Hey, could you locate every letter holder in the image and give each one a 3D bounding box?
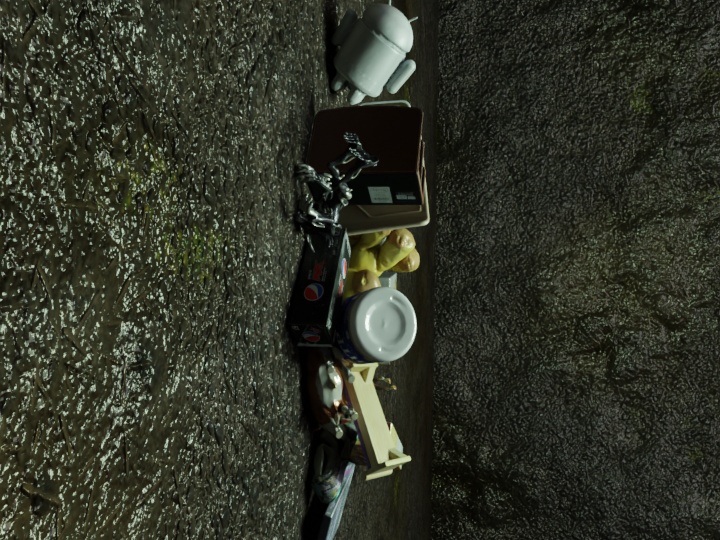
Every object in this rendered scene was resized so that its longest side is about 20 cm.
[{"bbox_3d":[0.015,-0.202,1.232,0.101,0.194,0.146,67,27,-62],"label":"letter holder"}]

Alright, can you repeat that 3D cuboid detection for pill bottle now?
[{"bbox_3d":[0.007,0.101,1.217,0.199,0.116,0.124,155,-59,-68],"label":"pill bottle"}]

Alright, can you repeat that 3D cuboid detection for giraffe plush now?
[{"bbox_3d":[0.000,0.000,1.345,0.172,0.198,0.164,43,53,-20],"label":"giraffe plush"}]

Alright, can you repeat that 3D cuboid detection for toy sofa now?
[{"bbox_3d":[0.006,0.278,1.293,0.082,0.097,0.205,8,57,-52],"label":"toy sofa"}]

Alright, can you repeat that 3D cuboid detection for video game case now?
[{"bbox_3d":[-0.054,0.473,1.324,0.200,0.018,0.147,-42,148,-73],"label":"video game case"}]

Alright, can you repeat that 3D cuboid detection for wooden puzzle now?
[{"bbox_3d":[0.030,-0.163,1.288,0.037,0.179,0.206,59,26,-69],"label":"wooden puzzle"}]

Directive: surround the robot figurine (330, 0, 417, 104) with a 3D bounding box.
[{"bbox_3d":[0.024,-0.414,1.330,0.202,0.168,0.113,-52,-176,21],"label":"robot figurine"}]

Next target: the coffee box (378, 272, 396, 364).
[{"bbox_3d":[0.043,0.112,1.685,0.114,0.077,0.207,-23,114,-77],"label":"coffee box"}]

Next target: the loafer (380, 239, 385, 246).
[{"bbox_3d":[0.030,-0.039,1.503,0.072,0.073,0.200,49,-8,0],"label":"loafer"}]

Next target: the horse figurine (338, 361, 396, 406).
[{"bbox_3d":[-0.011,0.197,1.394,0.050,0.129,0.204,-76,151,-53],"label":"horse figurine"}]

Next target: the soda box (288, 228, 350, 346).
[{"bbox_3d":[-0.065,0.025,1.178,0.064,0.069,0.204,75,20,-50],"label":"soda box"}]

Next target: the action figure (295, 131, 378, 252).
[{"bbox_3d":[-0.059,-0.125,1.127,0.202,0.100,0.120,-54,-143,26],"label":"action figure"}]

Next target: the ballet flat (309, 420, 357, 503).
[{"bbox_3d":[-0.050,0.337,1.313,0.202,0.070,0.074,-68,156,-57],"label":"ballet flat"}]

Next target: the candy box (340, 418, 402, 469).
[{"bbox_3d":[0.026,0.387,1.555,0.201,0.112,0.057,70,26,-60],"label":"candy box"}]

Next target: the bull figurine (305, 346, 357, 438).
[{"bbox_3d":[-0.054,0.215,1.216,0.120,0.064,0.206,20,-56,57],"label":"bull figurine"}]

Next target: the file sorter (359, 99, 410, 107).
[{"bbox_3d":[0.036,-0.271,1.480,0.201,0.134,0.128,-66,152,-61],"label":"file sorter"}]
